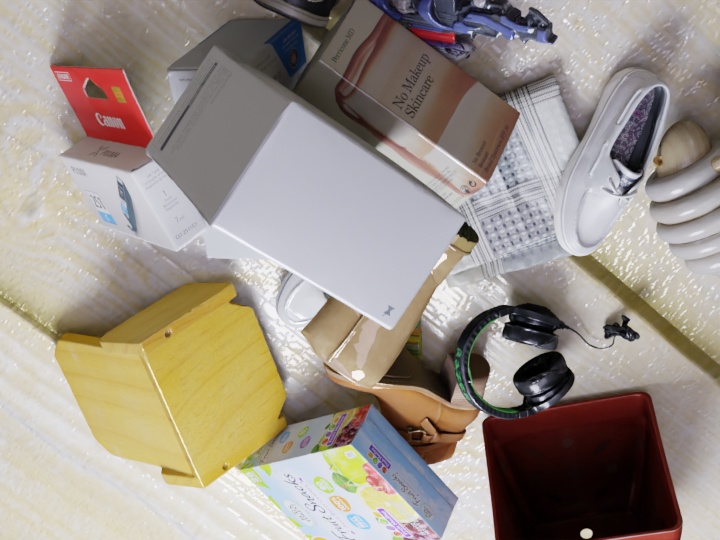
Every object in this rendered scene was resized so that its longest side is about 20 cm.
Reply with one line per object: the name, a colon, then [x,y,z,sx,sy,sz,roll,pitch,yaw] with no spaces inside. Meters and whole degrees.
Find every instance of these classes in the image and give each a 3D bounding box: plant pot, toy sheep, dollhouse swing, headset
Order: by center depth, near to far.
toy sheep: [0.365,-0.062,1.272,0.137,0.138,0.201,-27,98,16]
headset: [0.203,0.092,1.370,0.199,0.094,0.124,-15,98,-18]
plant pot: [0.258,0.285,1.439,0.198,0.201,0.177,-10,131,8]
dollhouse swing: [-0.221,0.121,1.448,0.181,0.175,0.201,-34,120,-27]

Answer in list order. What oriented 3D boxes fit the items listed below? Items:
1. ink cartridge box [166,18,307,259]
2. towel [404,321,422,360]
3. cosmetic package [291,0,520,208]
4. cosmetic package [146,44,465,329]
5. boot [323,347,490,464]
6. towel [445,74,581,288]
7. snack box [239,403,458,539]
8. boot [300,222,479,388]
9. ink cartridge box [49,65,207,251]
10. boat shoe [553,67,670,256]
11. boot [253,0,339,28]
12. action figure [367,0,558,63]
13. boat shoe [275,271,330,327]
ink cartridge box: [-0.106,-0.131,1.236,0.083,0.145,0.201,3,120,21]
towel: [0.022,0.014,1.390,0.085,0.018,0.201,-3,118,3]
cosmetic package: [0.043,-0.159,1.211,0.199,0.104,0.087,33,149,-11]
cosmetic package: [-0.051,-0.075,1.075,0.199,0.200,0.123,31,97,-33]
boot: [0.041,0.159,1.424,0.199,0.074,0.155,8,130,-11]
towel: [0.150,-0.085,1.322,0.191,0.035,0.201,-19,116,12]
snack box: [-0.015,0.248,1.446,0.199,0.068,0.169,-20,119,45]
boot: [0.000,0.000,1.270,0.175,0.066,0.200,37,111,-2]
ink cartridge box: [-0.248,-0.115,1.239,0.045,0.200,0.177,-37,117,-22]
boat shoe: [0.260,-0.104,1.263,0.072,0.069,0.201,21,101,-22]
boot: [-0.030,-0.308,1.119,0.073,0.204,0.154,24,113,-1]
action figure: [0.111,-0.282,1.182,0.199,0.105,0.194,23,125,18]
boat shoe: [-0.021,0.003,1.344,0.074,0.067,0.200,43,115,-14]
